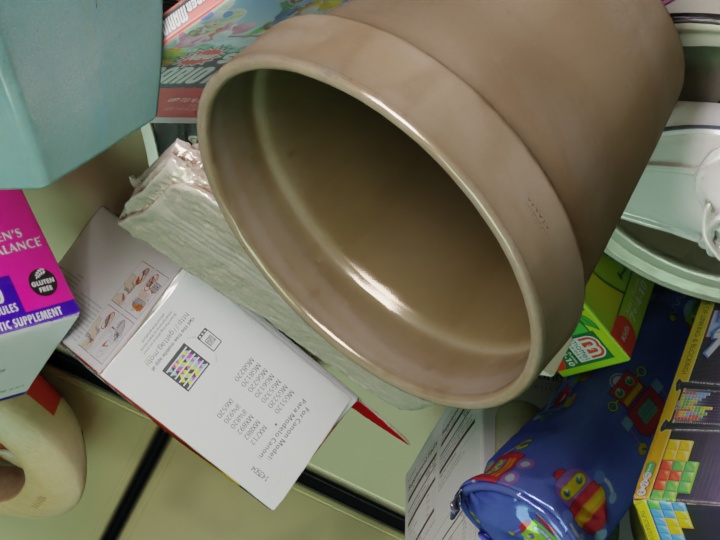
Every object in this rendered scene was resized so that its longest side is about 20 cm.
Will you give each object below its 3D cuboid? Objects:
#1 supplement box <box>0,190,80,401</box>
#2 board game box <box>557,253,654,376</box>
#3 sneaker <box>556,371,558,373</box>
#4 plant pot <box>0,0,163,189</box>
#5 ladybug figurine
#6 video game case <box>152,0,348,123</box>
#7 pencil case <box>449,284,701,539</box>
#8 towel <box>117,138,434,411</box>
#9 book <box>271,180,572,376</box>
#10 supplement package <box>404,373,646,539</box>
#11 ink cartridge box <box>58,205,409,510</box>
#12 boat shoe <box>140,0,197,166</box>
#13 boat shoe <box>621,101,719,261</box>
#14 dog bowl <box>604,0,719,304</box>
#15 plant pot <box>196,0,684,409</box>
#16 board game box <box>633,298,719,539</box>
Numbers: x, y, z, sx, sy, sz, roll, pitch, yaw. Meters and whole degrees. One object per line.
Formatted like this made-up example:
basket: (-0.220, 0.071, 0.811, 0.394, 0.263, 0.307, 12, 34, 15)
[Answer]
supplement box: (-0.256, -0.026, 1.568, 0.201, 0.101, 0.103, 61, 143, 17)
board game box: (0.082, -0.049, 1.456, 0.047, 0.102, 0.200, -16, 128, 39)
sneaker: (0.060, -0.014, 1.538, 0.200, 0.077, 0.089, 32, 132, -15)
plant pot: (-0.182, -0.145, 1.306, 0.141, 0.141, 0.201, 1, 116, 38)
ladybug figurine: (-0.263, 0.088, 1.807, 0.200, 0.072, 0.136, 31, 141, -11)
video game case: (-0.042, -0.122, 1.382, 0.143, 0.018, 0.200, -3, 159, -48)
pencil case: (0.131, 0.082, 1.512, 0.078, 0.200, 0.087, 46, 148, -9)
towel: (-0.027, 0.004, 1.403, 0.200, 0.035, 0.132, 35, 162, -10)
book: (0.000, 0.000, 1.460, 0.199, 0.048, 0.134, 7, 148, 44)
supplement package: (0.116, 0.178, 1.596, 0.151, 0.201, 0.151, 10, 144, -12)
ink cartridge box: (-0.086, 0.060, 1.602, 0.175, 0.084, 0.200, 40, 175, -21)
boat shoe: (-0.079, -0.075, 1.534, 0.060, 0.074, 0.201, 5, 130, 28)
boat shoe: (0.192, -0.034, 1.332, 0.199, 0.066, 0.074, 1, 137, 25)
dog bowl: (0.191, -0.074, 1.398, 0.199, 0.074, 0.201, 14, 141, 12)
plant pot: (0.054, -0.067, 1.273, 0.200, 0.174, 0.200, 34, 151, 22)
board game box: (0.215, 0.099, 1.485, 0.056, 0.200, 0.166, 3, 138, 25)
